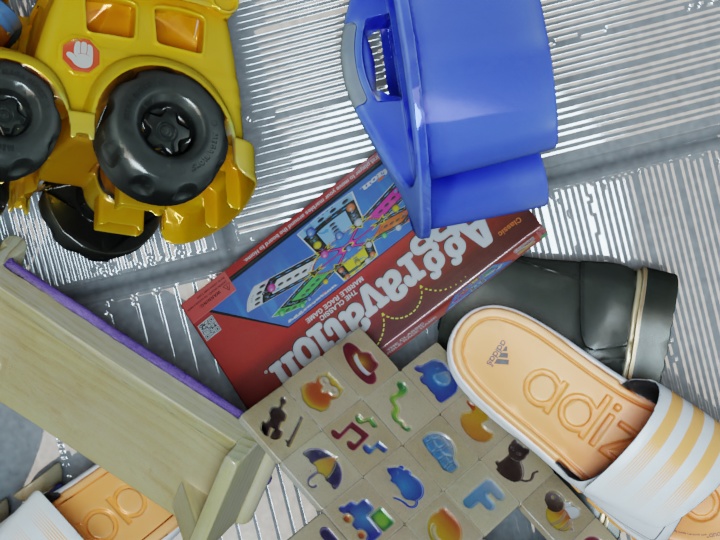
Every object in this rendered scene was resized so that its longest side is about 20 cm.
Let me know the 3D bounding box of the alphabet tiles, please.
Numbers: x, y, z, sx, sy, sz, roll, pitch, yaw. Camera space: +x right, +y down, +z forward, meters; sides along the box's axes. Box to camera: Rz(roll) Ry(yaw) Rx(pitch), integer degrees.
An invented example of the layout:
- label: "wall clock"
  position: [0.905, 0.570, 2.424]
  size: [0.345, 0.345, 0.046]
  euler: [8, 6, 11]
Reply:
- label: "alphabet tiles"
  position: [0.033, 0.128, 0.963]
  size: [0.200, 0.008, 0.167]
  euler: [47, 52, 9]

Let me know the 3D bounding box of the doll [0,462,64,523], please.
- label: "doll"
  position: [-0.150, 0.215, 1.079]
  size: [0.136, 0.048, 0.200]
  euler: [-34, 93, 3]

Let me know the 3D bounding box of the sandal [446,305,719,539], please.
- label: "sandal"
  position: [0.136, 0.090, 0.979]
  size: [0.206, 0.059, 0.079]
  euler: [32, 84, 5]

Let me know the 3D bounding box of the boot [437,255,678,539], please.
- label: "boot"
  position: [0.097, 0.086, 1.052]
  size: [0.138, 0.077, 0.201]
  euler: [13, 82, 5]

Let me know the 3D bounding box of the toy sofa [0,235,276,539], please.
- label: "toy sofa"
  position: [-0.136, 0.065, 1.012]
  size: [0.200, 0.098, 0.083]
  euler: [31, 123, 12]

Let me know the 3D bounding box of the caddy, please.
- label: "caddy"
  position: [0.042, -0.115, 0.981]
  size: [0.105, 0.142, 0.201]
  euler: [-6, 64, -3]

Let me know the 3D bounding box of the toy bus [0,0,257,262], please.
- label: "toy bus"
  position: [-0.163, -0.117, 0.983]
  size: [0.199, 0.136, 0.193]
  euler: [6, 72, -25]

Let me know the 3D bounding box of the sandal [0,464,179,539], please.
- label: "sandal"
  position: [-0.159, 0.150, 1.009]
  size: [0.079, 0.059, 0.207]
  euler: [44, 56, 5]

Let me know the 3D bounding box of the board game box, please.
- label: "board game box"
  position: [0.000, 0.000, 1.047]
  size: [0.200, 0.019, 0.103]
  euler: [-38, 67, 5]
